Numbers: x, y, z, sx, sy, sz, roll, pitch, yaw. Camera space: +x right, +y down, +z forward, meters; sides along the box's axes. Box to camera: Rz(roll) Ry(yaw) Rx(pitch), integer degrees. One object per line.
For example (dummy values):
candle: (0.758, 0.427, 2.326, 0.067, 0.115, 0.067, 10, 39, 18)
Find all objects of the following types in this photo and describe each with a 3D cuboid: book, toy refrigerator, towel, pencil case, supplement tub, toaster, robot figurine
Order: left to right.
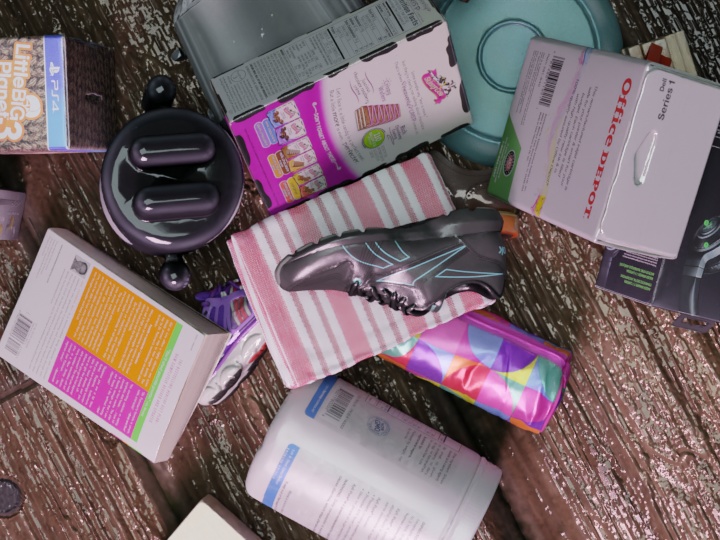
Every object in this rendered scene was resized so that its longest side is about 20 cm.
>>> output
book: (-0.231, 0.067, 1.455, 0.199, 0.048, 0.134, 31, 102, 22)
robot figurine: (-0.168, -0.074, 1.392, 0.124, 0.200, 0.151, 34, 83, -7)
toy refrigerator: (-0.092, 0.301, 1.470, 0.200, 0.070, 0.076, 41, 89, 2)
toaster: (-0.070, -0.218, 1.419, 0.199, 0.114, 0.130, -32, 87, 8)
towel: (0.000, 0.000, 1.385, 0.199, 0.030, 0.147, -23, 84, -4)
supplement tub: (0.011, 0.186, 1.420, 0.199, 0.132, 0.133, 29, 96, 4)
pencil case: (0.092, 0.069, 1.427, 0.199, 0.088, 0.089, 26, 95, 2)

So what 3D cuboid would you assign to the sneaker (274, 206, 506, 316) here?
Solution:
sneaker: (0.028, 0.001, 1.334, 0.198, 0.075, 0.080, -10, 85, -3)

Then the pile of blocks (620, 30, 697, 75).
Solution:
pile of blocks: (0.264, -0.111, 1.407, 0.081, 0.062, 0.202, 6, 97, 0)

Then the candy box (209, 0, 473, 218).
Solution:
candy box: (-0.013, -0.144, 1.361, 0.199, 0.137, 0.061, -25, 54, -3)

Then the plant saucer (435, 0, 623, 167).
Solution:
plant saucer: (0.137, -0.192, 1.440, 0.198, 0.027, 0.202, 0, 92, 7)

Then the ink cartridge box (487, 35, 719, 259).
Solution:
ink cartridge box: (0.199, -0.105, 1.320, 0.083, 0.200, 0.146, 12, 99, -24)

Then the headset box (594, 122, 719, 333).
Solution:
headset box: (0.312, -0.044, 1.360, 0.173, 0.093, 0.202, 11, 95, -25)

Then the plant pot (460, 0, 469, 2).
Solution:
plant pot: (0.079, -0.352, 1.361, 0.200, 0.200, 0.199, 34, 102, 4)

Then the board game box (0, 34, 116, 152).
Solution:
board game box: (-0.334, -0.153, 1.428, 0.198, 0.159, 0.098, -1, 94, 7)

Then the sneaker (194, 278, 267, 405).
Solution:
sneaker: (-0.103, 0.031, 1.454, 0.083, 0.081, 0.200, 43, 97, 8)

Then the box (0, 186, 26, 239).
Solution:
box: (-0.403, -0.066, 1.419, 0.157, 0.200, 0.049, 13, 92, 4)

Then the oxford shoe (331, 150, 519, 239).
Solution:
oxford shoe: (0.045, -0.070, 1.441, 0.198, 0.071, 0.074, 4, 84, -2)
